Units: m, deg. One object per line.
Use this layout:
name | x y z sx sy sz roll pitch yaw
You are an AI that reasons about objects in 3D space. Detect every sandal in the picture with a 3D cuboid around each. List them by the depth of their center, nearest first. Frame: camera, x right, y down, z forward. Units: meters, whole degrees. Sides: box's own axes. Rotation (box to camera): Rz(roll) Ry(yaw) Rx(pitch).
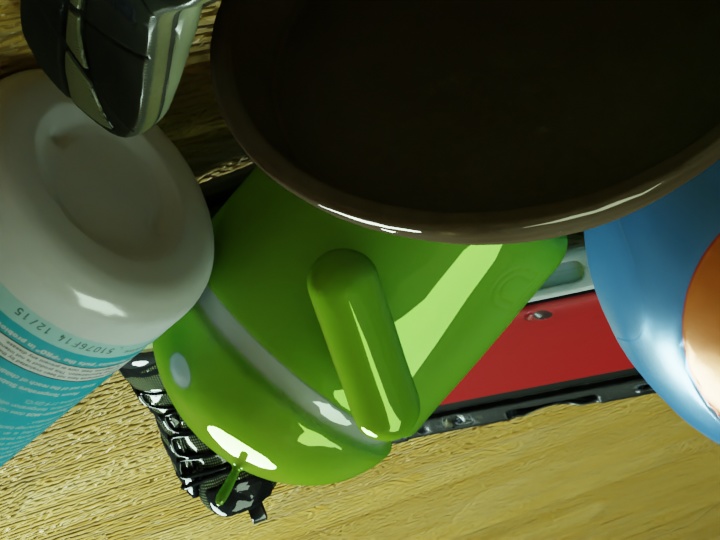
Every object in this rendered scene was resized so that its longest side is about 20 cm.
sandal | -0.062 -0.112 0.740 0.057 0.080 0.201 -37 175 -27

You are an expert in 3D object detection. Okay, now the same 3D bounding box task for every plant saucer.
plant saucer | 0.049 -0.079 0.771 0.200 0.200 0.030 -23 137 -9

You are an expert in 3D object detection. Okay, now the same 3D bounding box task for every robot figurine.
robot figurine | 0.000 0.000 0.905 0.116 0.176 0.200 36 102 -25

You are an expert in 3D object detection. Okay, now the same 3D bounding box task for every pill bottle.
pill bottle | -0.156 0.019 0.892 0.200 0.111 0.111 -39 158 32

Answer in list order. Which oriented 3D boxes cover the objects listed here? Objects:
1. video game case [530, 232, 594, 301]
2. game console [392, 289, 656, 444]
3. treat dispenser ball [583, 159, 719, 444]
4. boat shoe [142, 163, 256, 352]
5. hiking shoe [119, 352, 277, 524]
video game case | 0.070 -0.007 1.091 0.181 0.023 0.200 -12 -174 11
game console | 0.079 0.008 1.128 0.199 0.173 0.119 -11 127 16
treat dispenser ball | 0.181 -0.024 0.840 0.200 0.201 0.201 -24 162 -8
boat shoe | -0.066 -0.017 1.003 0.200 0.073 0.063 -14 124 -27
hiking shoe | -0.070 0.068 1.160 0.076 0.101 0.200 -27 162 0
